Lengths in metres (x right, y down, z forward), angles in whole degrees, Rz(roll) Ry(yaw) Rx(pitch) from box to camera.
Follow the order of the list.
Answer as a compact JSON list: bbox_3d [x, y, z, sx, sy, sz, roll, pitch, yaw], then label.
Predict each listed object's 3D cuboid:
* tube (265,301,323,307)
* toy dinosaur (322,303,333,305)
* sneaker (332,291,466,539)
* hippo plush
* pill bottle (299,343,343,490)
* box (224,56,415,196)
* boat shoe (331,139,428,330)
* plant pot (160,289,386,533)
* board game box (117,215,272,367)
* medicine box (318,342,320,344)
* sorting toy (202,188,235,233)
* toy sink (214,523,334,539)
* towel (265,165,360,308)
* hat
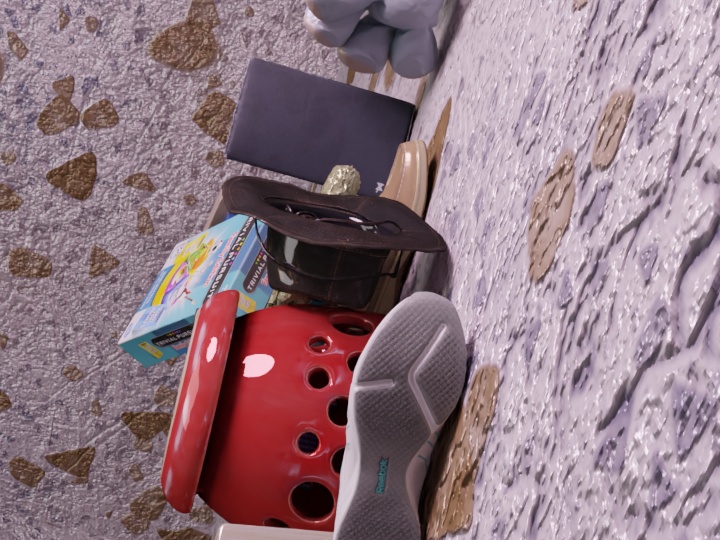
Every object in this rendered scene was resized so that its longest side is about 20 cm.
[{"bbox_3d":[-0.085,0.047,1.141,0.077,0.199,0.051,-23,91,48],"label":"tube"},{"bbox_3d":[0.000,0.000,1.091,0.200,0.060,0.107,-28,-50,-71],"label":"toy dinosaur"},{"bbox_3d":[0.018,0.109,0.692,0.080,0.070,0.202,-118,41,-82],"label":"sneaker"},{"bbox_3d":[0.028,-0.316,1.069,0.200,0.158,0.162,117,165,-63],"label":"hippo plush"},{"bbox_3d":[-0.057,0.171,0.984,0.111,0.111,0.201,-179,103,-83],"label":"pill bottle"},{"bbox_3d":[-0.054,-0.167,1.260,0.197,0.199,0.125,-124,49,-80],"label":"box"},{"bbox_3d":[0.016,-0.031,0.991,0.071,0.064,0.201,-104,29,-76],"label":"boat shoe"},{"bbox_3d":[-0.057,0.121,0.826,0.200,0.181,0.202,-168,90,-82],"label":"plant pot"},{"bbox_3d":[-0.161,0.013,1.119,0.199,0.047,0.151,-21,35,44],"label":"board game box"},{"bbox_3d":[-0.093,0.167,1.136,0.200,0.102,0.183,-174,81,-82],"label":"medicine box"},{"bbox_3d":[-0.113,0.022,1.296,0.201,0.198,0.070,-61,24,30],"label":"sorting toy"},{"bbox_3d":[-0.067,0.298,0.722,0.131,0.111,0.201,113,161,-53],"label":"toy sink"},{"bbox_3d":[-0.049,-0.013,1.008,0.200,0.036,0.149,124,170,-70],"label":"towel"},{"bbox_3d":[-0.026,-0.013,0.832,0.201,0.199,0.081,-102,23,-74],"label":"hat"}]
